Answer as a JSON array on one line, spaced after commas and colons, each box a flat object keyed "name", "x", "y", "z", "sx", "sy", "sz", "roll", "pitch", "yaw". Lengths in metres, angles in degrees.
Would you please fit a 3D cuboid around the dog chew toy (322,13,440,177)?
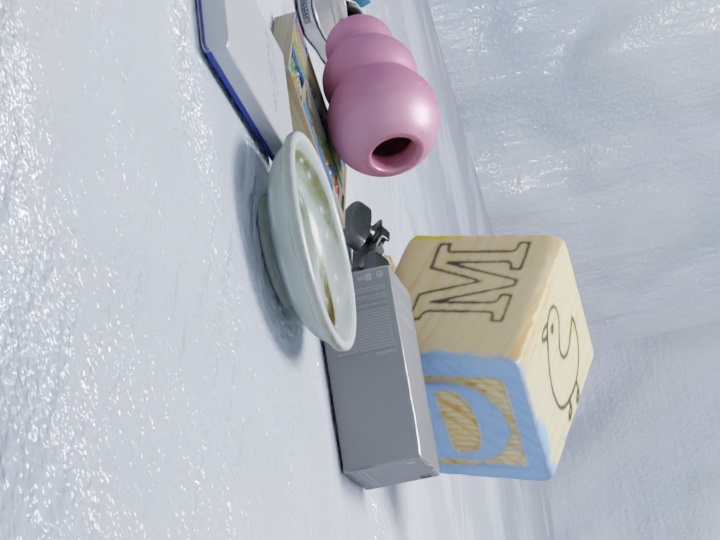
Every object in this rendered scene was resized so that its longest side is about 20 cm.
[{"name": "dog chew toy", "x": 0.013, "y": -0.200, "z": 1.621, "sx": 0.125, "sy": 0.124, "sz": 0.201, "roll": 64, "pitch": 7, "yaw": -54}]

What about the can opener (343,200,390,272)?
[{"name": "can opener", "x": 0.000, "y": 0.000, "z": 1.655, "sx": 0.066, "sy": 0.053, "sz": 0.201, "roll": 34, "pitch": 28, "yaw": -22}]

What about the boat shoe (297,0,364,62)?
[{"name": "boat shoe", "x": -0.025, "y": -0.302, "z": 1.817, "sx": 0.200, "sy": 0.065, "sz": 0.073, "roll": 37, "pitch": 41, "yaw": -75}]

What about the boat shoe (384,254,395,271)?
[{"name": "boat shoe", "x": 0.065, "y": 0.066, "z": 1.825, "sx": 0.072, "sy": 0.076, "sz": 0.201, "roll": -84, "pitch": 158, "yaw": -63}]

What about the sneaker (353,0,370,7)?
[{"name": "sneaker", "x": -0.038, "y": -0.384, "z": 1.862, "sx": 0.200, "sy": 0.076, "sz": 0.081, "roll": 57, "pitch": 13, "yaw": -80}]

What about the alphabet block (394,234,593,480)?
[{"name": "alphabet block", "x": 0.132, "y": 0.095, "z": 1.663, "sx": 0.201, "sy": 0.195, "sz": 0.196, "roll": -64, "pitch": 146, "yaw": -41}]

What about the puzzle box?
[{"name": "puzzle box", "x": -0.054, "y": -0.157, "z": 1.579, "sx": 0.133, "sy": 0.025, "sz": 0.201, "roll": -90, "pitch": 164, "yaw": -56}]

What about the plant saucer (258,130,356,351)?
[{"name": "plant saucer", "x": -0.053, "y": -0.022, "z": 1.331, "sx": 0.200, "sy": 0.050, "sz": 0.202, "roll": -13, "pitch": 90, "yaw": -81}]

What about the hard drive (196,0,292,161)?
[{"name": "hard drive", "x": -0.104, "y": -0.199, "z": 1.341, "sx": 0.200, "sy": 0.025, "sz": 0.133, "roll": 60, "pitch": 19, "yaw": -61}]

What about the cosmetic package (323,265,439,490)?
[{"name": "cosmetic package", "x": 0.018, "y": 0.108, "z": 1.476, "sx": 0.107, "sy": 0.089, "sz": 0.201, "roll": 55, "pitch": 27, "yaw": -66}]
